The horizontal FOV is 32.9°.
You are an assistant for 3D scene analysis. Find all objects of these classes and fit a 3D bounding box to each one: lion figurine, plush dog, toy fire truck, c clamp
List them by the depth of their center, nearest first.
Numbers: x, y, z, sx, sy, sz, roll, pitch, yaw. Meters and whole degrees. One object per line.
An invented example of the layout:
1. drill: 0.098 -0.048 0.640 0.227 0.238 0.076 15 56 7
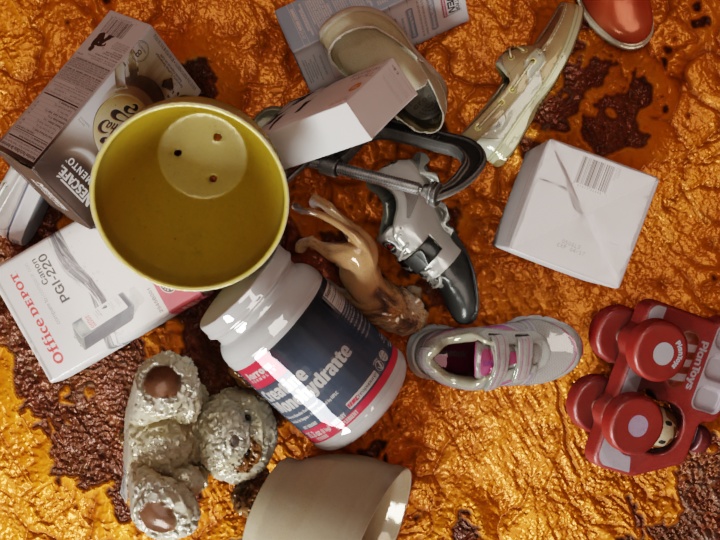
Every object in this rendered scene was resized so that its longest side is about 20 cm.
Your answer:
1. lion figurine: 0.000 0.000 1.325 0.122 0.200 0.073 28 76 32
2. c clamp: 0.031 -0.111 1.326 0.199 0.171 0.027 12 131 19
3. plush dog: -0.174 0.188 1.353 0.171 0.160 0.202 1 87 -19
4. toy fire truck: 0.335 0.134 1.355 0.167 0.112 0.201 17 93 -18

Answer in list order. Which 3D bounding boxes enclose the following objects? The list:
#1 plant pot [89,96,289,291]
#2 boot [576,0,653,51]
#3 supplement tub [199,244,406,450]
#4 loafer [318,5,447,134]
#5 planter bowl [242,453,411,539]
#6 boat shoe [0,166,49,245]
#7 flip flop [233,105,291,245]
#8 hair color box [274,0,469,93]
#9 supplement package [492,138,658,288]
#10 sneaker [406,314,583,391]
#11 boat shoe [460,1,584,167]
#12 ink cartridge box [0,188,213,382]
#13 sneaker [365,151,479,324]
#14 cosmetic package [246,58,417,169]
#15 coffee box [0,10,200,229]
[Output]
1. plant pot: -0.172 -0.099 1.272 0.198 0.142 0.201 -1 114 -2
2. boot: 0.270 -0.338 1.338 0.075 0.107 0.201 -26 92 0
3. supplement tub: -0.061 0.083 1.317 0.200 0.140 0.140 44 91 -13
4. loafer: 0.035 -0.212 1.306 0.076 0.200 0.069 -39 48 22
5. planter bowl: -0.045 0.284 1.322 0.134 0.200 0.201 20 92 16
6. boat shoe: -0.366 -0.131 1.371 0.065 0.072 0.201 25 97 0
7. flip flop: -0.113 -0.088 1.370 0.081 0.058 0.201 16 89 -4
8. hair color box: 0.015 -0.281 1.339 0.199 0.099 0.061 -25 69 1
9. supplement package: 0.222 -0.060 1.296 0.121 0.200 0.120 20 92 0
10. sneaker: 0.151 0.098 1.354 0.198 0.088 0.082 -6 97 2
11. boat shoe: 0.180 -0.216 1.357 0.066 0.074 0.201 29 92 -5
12. ink cartridge box: -0.289 0.013 1.363 0.199 0.085 0.146 -30 90 3
13. sneaker: 0.064 -0.025 1.354 0.088 0.074 0.201 -20 82 -22
14. cosmetic package: -0.035 -0.160 1.279 0.051 0.200 0.083 52 59 -18
15. coffee box: -0.280 -0.162 1.310 0.080 0.113 0.200 25 73 37
